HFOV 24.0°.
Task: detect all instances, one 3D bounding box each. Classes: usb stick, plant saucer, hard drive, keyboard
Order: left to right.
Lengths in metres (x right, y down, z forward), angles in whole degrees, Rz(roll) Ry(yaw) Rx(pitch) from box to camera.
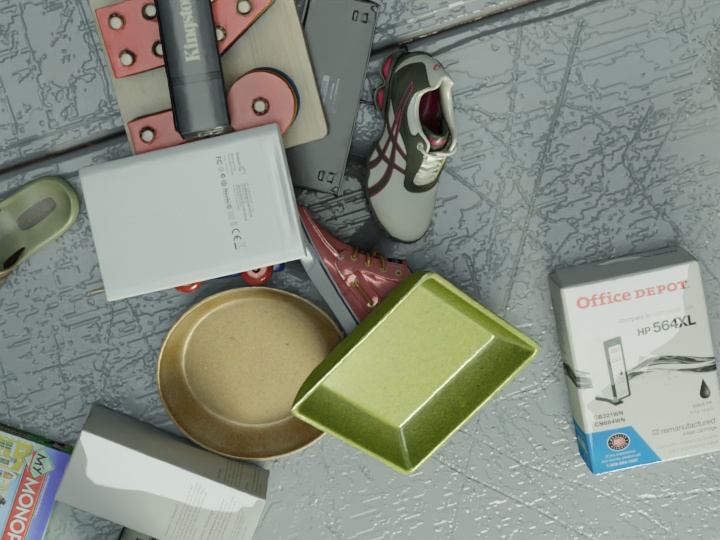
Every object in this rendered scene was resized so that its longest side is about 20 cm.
[{"bbox_3d":[-0.164,-0.225,1.608,0.055,0.033,0.201,-8,99,5],"label":"usb stick"},{"bbox_3d":[-0.162,-0.056,1.637,0.199,0.027,0.132,-12,91,6],"label":"hard drive"},{"bbox_3d":[-0.108,0.099,1.724,0.199,0.035,0.201,-1,116,-3],"label":"plant saucer"},{"bbox_3d":[-0.013,-0.174,1.706,0.127,0.021,0.201,13,100,2],"label":"keyboard"},{"bbox_3d":[0.050,0.094,1.695,0.200,0.048,0.200,-45,134,13],"label":"plant saucer"}]

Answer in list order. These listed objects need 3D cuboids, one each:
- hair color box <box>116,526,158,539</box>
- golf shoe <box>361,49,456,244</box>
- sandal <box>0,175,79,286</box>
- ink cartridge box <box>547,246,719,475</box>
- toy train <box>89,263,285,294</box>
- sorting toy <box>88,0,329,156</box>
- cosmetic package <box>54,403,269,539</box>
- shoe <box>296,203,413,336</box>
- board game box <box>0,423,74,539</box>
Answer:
[{"bbox_3d":[-0.213,0.326,1.694,0.100,0.200,0.061,27,98,-5],"label":"hair color box"},{"bbox_3d":[0.052,-0.115,1.668,0.077,0.088,0.201,-11,114,-26],"label":"golf shoe"},{"bbox_3d":[-0.372,-0.023,1.703,0.201,0.057,0.080,-41,98,5],"label":"sandal"},{"bbox_3d":[0.282,0.090,1.725,0.145,0.084,0.201,-12,101,1],"label":"ink cartridge box"},{"bbox_3d":[-0.180,-0.042,1.689,0.199,0.085,0.116,-6,102,0],"label":"toy train"},{"bbox_3d":[-0.152,-0.202,1.663,0.198,0.070,0.201,-14,99,5],"label":"sorting toy"},{"bbox_3d":[-0.199,0.217,1.724,0.199,0.108,0.085,21,100,-3],"label":"cosmetic package"},{"bbox_3d":[0.000,0.000,1.713,0.091,0.071,0.200,-31,104,3],"label":"shoe"},{"bbox_3d":[-0.394,0.258,1.766,0.134,0.029,0.201,19,99,-4],"label":"board game box"}]
